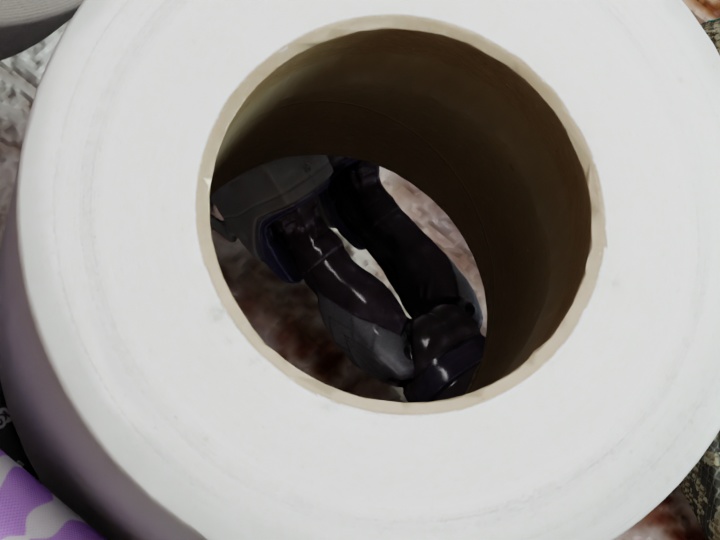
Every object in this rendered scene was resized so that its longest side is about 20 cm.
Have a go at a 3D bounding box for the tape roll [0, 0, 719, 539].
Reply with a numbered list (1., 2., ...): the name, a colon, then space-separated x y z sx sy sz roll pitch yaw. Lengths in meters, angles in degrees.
1. tape roll: 0.000 0.000 0.820 0.202 0.139 0.203 2 77 -10

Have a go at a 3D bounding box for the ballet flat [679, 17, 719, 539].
1. ballet flat: 0.126 0.014 0.958 0.068 0.075 0.201 -10 103 -38

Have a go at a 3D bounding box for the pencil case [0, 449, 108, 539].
1. pencil case: -0.128 0.078 0.800 0.200 0.084 0.086 40 84 8

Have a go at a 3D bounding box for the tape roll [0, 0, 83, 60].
1. tape roll: -0.144 -0.155 0.855 0.203 0.037 0.203 20 57 -34

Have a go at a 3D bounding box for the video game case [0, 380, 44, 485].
1. video game case: -0.107 0.116 0.846 0.181 0.026 0.200 39 53 6

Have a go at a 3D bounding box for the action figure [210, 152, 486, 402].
1. action figure: 0.020 0.021 0.932 0.130 0.069 0.200 -29 80 -40
